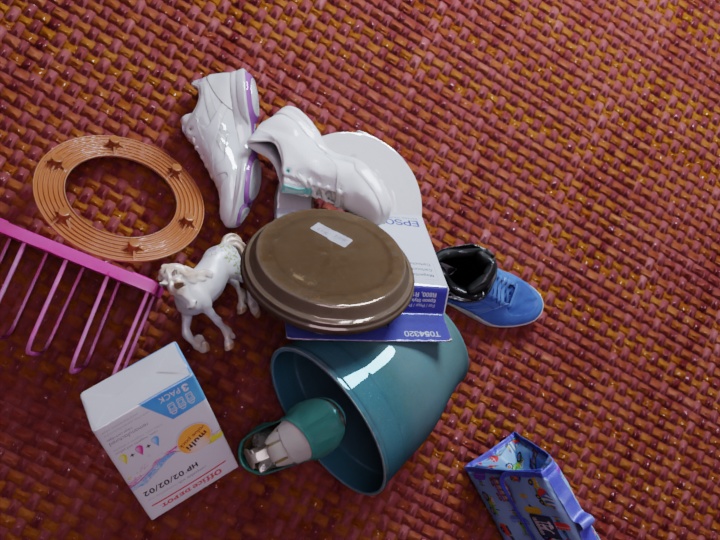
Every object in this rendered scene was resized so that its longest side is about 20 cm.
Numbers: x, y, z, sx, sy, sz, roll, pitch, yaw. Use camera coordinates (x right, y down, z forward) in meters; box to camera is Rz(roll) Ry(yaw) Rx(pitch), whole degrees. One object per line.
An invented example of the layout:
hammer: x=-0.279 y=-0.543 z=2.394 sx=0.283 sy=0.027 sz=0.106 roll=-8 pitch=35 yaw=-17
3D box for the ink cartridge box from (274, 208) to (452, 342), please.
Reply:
ink cartridge box: x=0.000 y=0.000 z=0.897 sx=0.193 sy=0.044 sz=0.201 roll=2 pitch=38 yaw=-14

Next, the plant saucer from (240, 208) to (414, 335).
plant saucer: x=-0.034 y=-0.008 z=0.844 sx=0.197 sy=0.030 sz=0.201 roll=7 pitch=39 yaw=-6

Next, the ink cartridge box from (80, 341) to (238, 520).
ink cartridge box: x=-0.213 y=0.194 z=0.847 sx=0.114 sy=0.068 sz=0.202 roll=-29 pitch=131 yaw=-16

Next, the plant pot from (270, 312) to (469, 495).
plant pot: x=0.024 y=0.129 z=0.917 sx=0.187 sy=0.200 sz=0.201 roll=-34 pitch=92 yaw=-30

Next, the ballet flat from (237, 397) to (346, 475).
ballet flat: x=-0.086 y=0.200 z=0.866 sx=0.070 sy=0.200 sz=0.068 roll=-32 pitch=88 yaw=-38

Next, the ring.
ring: x=-0.280 y=-0.093 z=0.894 sx=0.198 sy=0.019 sz=0.202 roll=17 pitch=46 yaw=-18

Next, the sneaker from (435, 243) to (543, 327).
sneaker: x=0.168 y=0.023 z=1.000 sx=0.198 sy=0.111 sz=0.078 roll=21 pitch=78 yaw=-11

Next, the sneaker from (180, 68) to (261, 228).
sneaker: x=-0.178 y=-0.153 z=0.968 sx=0.098 sy=0.075 sz=0.203 roll=-2 pitch=83 yaw=5

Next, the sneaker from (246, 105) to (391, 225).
sneaker: x=-0.055 y=-0.112 z=0.929 sx=0.200 sy=0.076 sz=0.088 roll=41 pitch=56 yaw=14

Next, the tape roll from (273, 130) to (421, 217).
tape roll: x=-0.016 y=-0.083 z=1.006 sx=0.200 sy=0.037 sz=0.206 roll=2 pitch=82 yaw=-14

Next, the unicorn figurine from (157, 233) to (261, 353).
unicorn figurine: x=-0.177 y=0.025 z=0.886 sx=0.073 sy=0.201 sz=0.139 roll=-12 pitch=119 yaw=15

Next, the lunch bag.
lunch bag: x=0.234 y=0.295 z=0.935 sx=0.093 sy=0.200 sz=0.152 roll=-29 pitch=90 yaw=-16

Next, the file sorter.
file sorter: x=-0.342 y=0.038 z=0.858 sx=0.198 sy=0.139 sz=0.127 roll=23 pitch=81 yaw=-10
